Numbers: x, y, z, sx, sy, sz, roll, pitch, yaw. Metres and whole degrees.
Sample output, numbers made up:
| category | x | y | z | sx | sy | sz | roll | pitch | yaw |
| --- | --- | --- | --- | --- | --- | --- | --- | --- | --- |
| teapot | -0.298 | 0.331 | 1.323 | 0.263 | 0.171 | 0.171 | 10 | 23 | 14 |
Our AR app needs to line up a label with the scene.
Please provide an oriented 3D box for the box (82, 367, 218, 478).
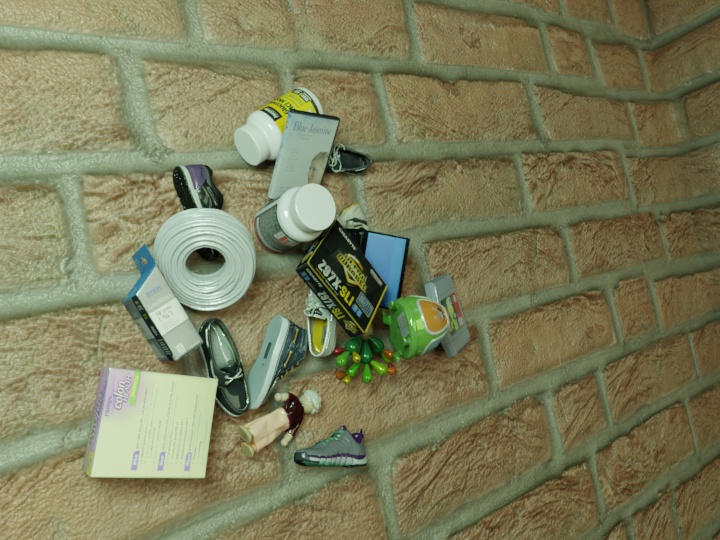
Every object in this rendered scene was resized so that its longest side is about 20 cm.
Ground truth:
| category | x | y | z | sx | sy | sz | roll | pitch | yaw |
| --- | --- | --- | --- | --- | --- | --- | --- | --- | --- |
| box | -0.378 | 0.277 | 1.014 | 0.197 | 0.096 | 0.180 | 14 | 73 | -33 |

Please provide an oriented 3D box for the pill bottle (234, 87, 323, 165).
| category | x | y | z | sx | sy | sz | roll | pitch | yaw |
| --- | --- | --- | --- | --- | --- | --- | --- | --- | --- |
| pill bottle | -0.183 | -0.321 | 1.252 | 0.200 | 0.112 | 0.114 | -42 | 105 | -33 |

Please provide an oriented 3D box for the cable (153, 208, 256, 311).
| category | x | y | z | sx | sy | sz | roll | pitch | yaw |
| --- | --- | --- | --- | --- | --- | --- | --- | --- | --- |
| cable | -0.301 | -0.019 | 1.083 | 0.196 | 0.070 | 0.203 | 9 | 115 | -19 |

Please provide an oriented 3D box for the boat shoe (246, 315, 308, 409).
| category | x | y | z | sx | sy | sz | roll | pitch | yaw |
| --- | --- | --- | --- | --- | --- | --- | --- | --- | --- |
| boat shoe | -0.173 | 0.205 | 1.187 | 0.090 | 0.070 | 0.204 | 31 | 71 | -39 |

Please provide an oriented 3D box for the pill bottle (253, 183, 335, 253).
| category | x | y | z | sx | sy | sz | roll | pitch | yaw |
| --- | --- | --- | --- | --- | --- | --- | --- | --- | --- |
| pill bottle | -0.142 | -0.110 | 1.187 | 0.114 | 0.199 | 0.119 | 7 | 78 | -32 |

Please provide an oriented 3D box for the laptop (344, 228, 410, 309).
| category | x | y | z | sx | sy | sz | roll | pitch | yaw |
| --- | --- | --- | --- | --- | --- | --- | --- | --- | --- |
| laptop | 0.000 | 0.000 | 1.289 | 0.197 | 0.102 | 0.181 | 0 | 103 | -43 |

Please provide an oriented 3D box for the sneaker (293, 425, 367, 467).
| category | x | y | z | sx | sy | sz | roll | pitch | yaw |
| --- | --- | --- | --- | --- | --- | --- | --- | --- | --- |
| sneaker | -0.067 | 0.387 | 1.234 | 0.198 | 0.074 | 0.089 | 20 | 60 | -42 |

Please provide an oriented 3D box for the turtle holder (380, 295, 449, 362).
| category | x | y | z | sx | sy | sz | roll | pitch | yaw |
| --- | --- | --- | --- | --- | --- | --- | --- | --- | --- |
| turtle holder | 0.129 | 0.141 | 1.293 | 0.129 | 0.188 | 0.142 | -10 | 42 | -17 |

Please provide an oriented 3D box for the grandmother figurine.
| category | x | y | z | sx | sy | sz | roll | pitch | yaw |
| --- | --- | --- | --- | --- | --- | --- | --- | --- | --- |
| grandmother figurine | -0.163 | 0.310 | 1.184 | 0.198 | 0.060 | 0.124 | -22 | 126 | -39 |

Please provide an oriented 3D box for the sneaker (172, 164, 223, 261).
| category | x | y | z | sx | sy | sz | roll | pitch | yaw |
| --- | --- | --- | --- | --- | --- | --- | --- | --- | --- |
| sneaker | -0.312 | -0.124 | 1.152 | 0.087 | 0.075 | 0.204 | -17 | 91 | -41 |

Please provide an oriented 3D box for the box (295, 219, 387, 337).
| category | x | y | z | sx | sy | sz | roll | pitch | yaw |
| --- | --- | --- | --- | --- | --- | --- | --- | --- | --- |
| box | -0.035 | 0.017 | 1.201 | 0.201 | 0.049 | 0.161 | 52 | 41 | -19 |

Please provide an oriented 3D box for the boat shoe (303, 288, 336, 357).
| category | x | y | z | sx | sy | sz | roll | pitch | yaw |
| --- | --- | --- | --- | --- | --- | --- | --- | --- | --- |
| boat shoe | -0.091 | 0.088 | 1.212 | 0.086 | 0.073 | 0.207 | 2 | 92 | -74 |

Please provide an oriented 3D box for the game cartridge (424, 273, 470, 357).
| category | x | y | z | sx | sy | sz | roll | pitch | yaw |
| --- | --- | --- | --- | --- | --- | --- | --- | --- | --- |
| game cartridge | 0.231 | 0.118 | 1.478 | 0.132 | 0.040 | 0.204 | -23 | 95 | -54 |

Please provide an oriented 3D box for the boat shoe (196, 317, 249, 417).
| category | x | y | z | sx | sy | sz | roll | pitch | yaw |
| --- | --- | --- | --- | --- | --- | --- | --- | --- | --- |
| boat shoe | -0.270 | 0.193 | 1.111 | 0.075 | 0.060 | 0.203 | -27 | 91 | -43 |

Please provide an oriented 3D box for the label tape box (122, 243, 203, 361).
| category | x | y | z | sx | sy | sz | roll | pitch | yaw |
| --- | --- | --- | --- | --- | --- | --- | --- | --- | --- |
| label tape box | -0.381 | 0.065 | 1.023 | 0.063 | 0.143 | 0.203 | -34 | 100 | -31 |

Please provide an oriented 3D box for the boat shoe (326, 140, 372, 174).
| category | x | y | z | sx | sy | sz | roll | pitch | yaw |
| --- | --- | --- | --- | --- | --- | --- | --- | --- | --- |
| boat shoe | -0.061 | -0.271 | 1.358 | 0.197 | 0.061 | 0.077 | 7 | 79 | -33 |

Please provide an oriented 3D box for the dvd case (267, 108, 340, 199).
| category | x | y | z | sx | sy | sz | roll | pitch | yaw |
| --- | --- | --- | --- | --- | --- | --- | --- | --- | --- |
| dvd case | -0.126 | -0.253 | 1.250 | 0.141 | 0.017 | 0.203 | -6 | 123 | -45 |

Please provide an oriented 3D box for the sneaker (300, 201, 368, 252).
| category | x | y | z | sx | sy | sz | roll | pitch | yaw |
| --- | --- | --- | --- | --- | --- | --- | --- | --- | --- |
| sneaker | -0.053 | -0.084 | 1.320 | 0.199 | 0.075 | 0.089 | -37 | 102 | -33 |

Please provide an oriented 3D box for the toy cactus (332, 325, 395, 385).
| category | x | y | z | sx | sy | sz | roll | pitch | yaw |
| --- | --- | --- | --- | --- | --- | --- | --- | --- | --- |
| toy cactus | 0.007 | 0.179 | 1.304 | 0.197 | 0.101 | 0.169 | 4 | 75 | -39 |
